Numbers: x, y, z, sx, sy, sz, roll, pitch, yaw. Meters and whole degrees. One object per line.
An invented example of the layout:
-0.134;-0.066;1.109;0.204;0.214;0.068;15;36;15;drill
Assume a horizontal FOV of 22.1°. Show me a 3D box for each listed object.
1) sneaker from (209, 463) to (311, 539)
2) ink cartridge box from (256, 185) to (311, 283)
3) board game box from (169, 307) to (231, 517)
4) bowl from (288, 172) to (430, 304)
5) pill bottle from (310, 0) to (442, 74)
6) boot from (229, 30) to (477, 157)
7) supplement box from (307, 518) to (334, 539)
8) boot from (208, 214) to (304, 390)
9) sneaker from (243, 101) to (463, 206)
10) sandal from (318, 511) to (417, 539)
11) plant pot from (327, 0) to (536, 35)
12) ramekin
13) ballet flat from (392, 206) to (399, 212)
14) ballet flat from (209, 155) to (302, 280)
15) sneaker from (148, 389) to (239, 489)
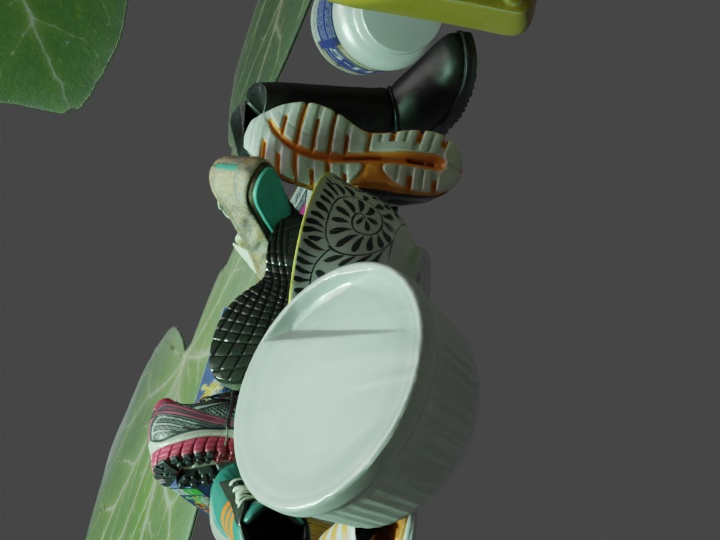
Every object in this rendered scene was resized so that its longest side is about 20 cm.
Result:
-0.077;0.209;1.524;0.200;0.071;0.080;-121;33;-54;sneaker
-0.048;-0.019;1.978;0.165;0.075;0.201;-85;20;-52;ink cartridge box
-0.116;0.156;1.872;0.034;0.135;0.201;-4;57;34;board game box
0.007;0.021;1.584;0.201;0.094;0.202;7;-90;-79;bowl
0.022;-0.271;1.962;0.200;0.119;0.120;-163;93;-78;pill bottle
-0.007;-0.164;1.727;0.165;0.199;0.066;117;147;-44;boot
-0.013;0.164;1.581;0.200;0.068;0.067;122;161;-48;supplement box
-0.063;0.059;1.621;0.131;0.067;0.201;78;-152;-43;boot
-0.009;-0.096;1.682;0.077;0.199;0.079;113;170;-74;sneaker
-0.013;0.244;1.471;0.079;0.059;0.207;-87;21;-50;sandal
0.078;-0.302;1.595;0.200;0.194;0.196;-128;48;-67;plant pot
0.003;0.102;1.410;0.202;0.094;0.203;-28;47;34;ramekin
0.019;-0.062;1.825;0.062;0.067;0.201;6;83;57;ballet flat
-0.089;-0.040;1.685;0.068;0.067;0.200;-61;-29;-29;ballet flat
-0.092;0.138;1.658;0.081;0.199;0.075;99;163;-55;sneaker
